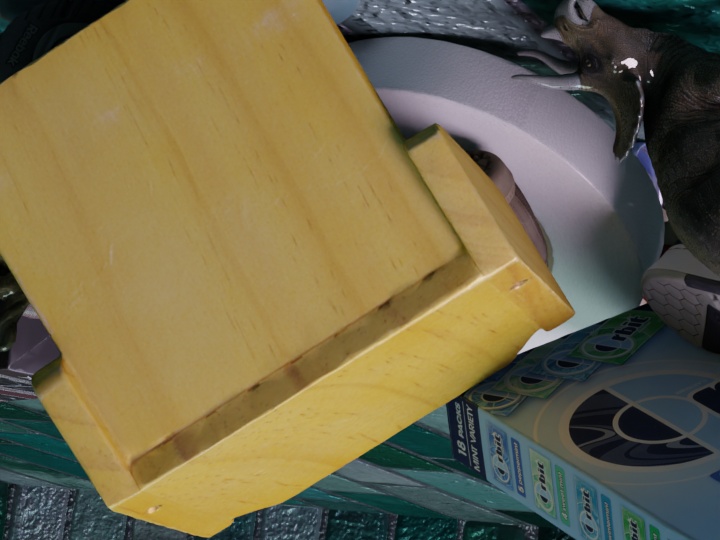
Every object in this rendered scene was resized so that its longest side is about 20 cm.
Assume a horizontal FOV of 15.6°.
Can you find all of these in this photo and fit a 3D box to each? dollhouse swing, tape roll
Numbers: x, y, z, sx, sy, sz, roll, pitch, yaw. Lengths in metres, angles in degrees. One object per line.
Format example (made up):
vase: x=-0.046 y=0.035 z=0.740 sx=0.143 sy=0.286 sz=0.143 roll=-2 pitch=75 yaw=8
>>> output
dollhouse swing: x=-0.048 y=-0.015 z=1.138 sx=0.200 sy=0.176 sz=0.182 roll=-33 pitch=162 yaw=7
tape roll: x=0.048 y=-0.033 z=1.278 sx=0.202 sy=0.037 sz=0.203 roll=19 pitch=148 yaw=12

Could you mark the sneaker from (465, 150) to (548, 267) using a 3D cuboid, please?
sneaker: x=0.000 y=0.000 z=1.250 sx=0.200 sy=0.070 sz=0.076 roll=-9 pitch=122 yaw=41

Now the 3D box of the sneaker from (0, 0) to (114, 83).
sneaker: x=-0.077 y=-0.075 z=1.183 sx=0.200 sy=0.076 sz=0.091 roll=19 pitch=175 yaw=-23

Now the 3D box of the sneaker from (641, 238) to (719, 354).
sneaker: x=0.236 y=-0.015 z=1.143 sx=0.202 sy=0.146 sz=0.077 roll=23 pitch=152 yaw=48

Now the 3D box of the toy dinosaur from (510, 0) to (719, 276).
toy dinosaur: x=0.162 y=-0.045 z=1.115 sx=0.102 sy=0.200 sz=0.077 roll=-41 pitch=158 yaw=23

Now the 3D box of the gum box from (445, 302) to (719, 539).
gum box: x=0.162 y=0.073 z=1.171 sx=0.170 sy=0.045 sz=0.200 roll=-20 pitch=-153 yaw=-25

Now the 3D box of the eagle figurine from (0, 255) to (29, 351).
eagle figurine: x=-0.198 y=-0.033 z=1.228 sx=0.151 sy=0.152 sz=0.200 roll=-10 pitch=-155 yaw=-35

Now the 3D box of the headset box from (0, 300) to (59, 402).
headset box: x=-0.212 y=-0.002 z=1.541 sx=0.077 sy=0.149 sz=0.200 roll=15 pitch=168 yaw=-35

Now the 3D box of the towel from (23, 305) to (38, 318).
towel: x=-0.076 y=-0.026 z=1.341 sx=0.199 sy=0.144 sz=0.023 roll=11 pitch=153 yaw=-21

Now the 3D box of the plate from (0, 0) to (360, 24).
plate: x=-0.100 y=-0.123 z=1.163 sx=0.199 sy=0.026 sz=0.200 roll=8 pitch=170 yaw=1

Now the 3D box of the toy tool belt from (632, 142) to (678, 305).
toy tool belt: x=0.127 y=-0.020 z=1.387 sx=0.200 sy=0.123 sz=0.125 roll=-14 pitch=124 yaw=46
